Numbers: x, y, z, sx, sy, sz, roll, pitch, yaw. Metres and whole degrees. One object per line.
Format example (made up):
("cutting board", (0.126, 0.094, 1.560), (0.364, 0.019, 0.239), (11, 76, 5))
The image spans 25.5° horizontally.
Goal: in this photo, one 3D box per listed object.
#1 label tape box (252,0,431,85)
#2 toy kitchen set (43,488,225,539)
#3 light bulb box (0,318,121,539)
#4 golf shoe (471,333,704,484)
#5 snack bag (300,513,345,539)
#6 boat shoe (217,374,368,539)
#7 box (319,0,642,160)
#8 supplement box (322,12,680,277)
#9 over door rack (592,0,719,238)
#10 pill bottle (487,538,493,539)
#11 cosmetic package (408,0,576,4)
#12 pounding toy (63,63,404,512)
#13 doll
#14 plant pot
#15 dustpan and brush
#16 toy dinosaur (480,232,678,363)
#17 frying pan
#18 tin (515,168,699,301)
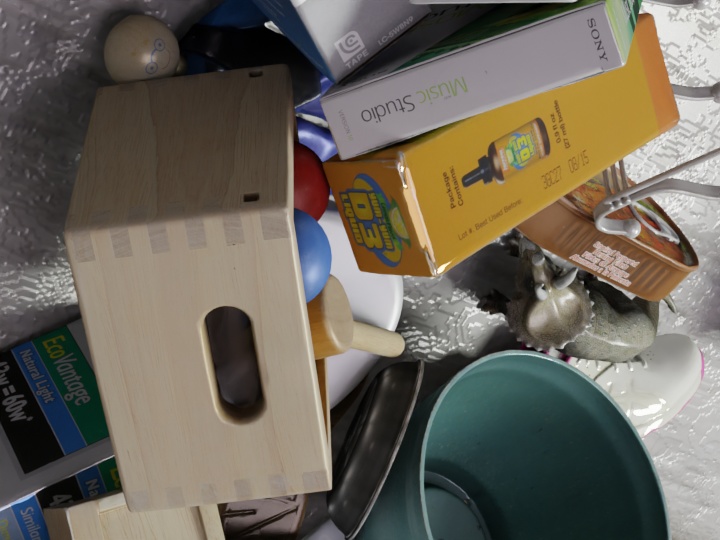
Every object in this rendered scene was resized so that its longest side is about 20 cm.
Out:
("label tape box", (-0.058, -0.201, 0.734), (0.063, 0.144, 0.200), (-36, 133, -4))
("toy kitchen set", (-0.160, 0.226, 0.843), (0.162, 0.180, 0.201), (-12, 87, -29))
("light bulb box", (-0.188, 0.161, 0.913), (0.199, 0.125, 0.199), (-24, 130, -15))
("golf shoe", (0.158, 0.078, 1.115), (0.199, 0.075, 0.092), (-22, 126, -20))
("snack bag", (-0.025, 0.258, 0.948), (0.200, 0.021, 0.190), (-24, 104, -69))
("boat shoe", (-0.046, 0.085, 0.995), (0.072, 0.065, 0.201), (18, 92, -15))
("box", (0.070, -0.120, 0.811), (0.143, 0.200, 0.037), (-17, 107, 18))
("supplement box", (0.076, -0.068, 0.818), (0.200, 0.069, 0.067), (-31, 112, -36))
("over door rack", (0.206, -0.121, 0.889), (0.066, 0.149, 0.200), (17, 145, -35))
("pill bottle", (0.015, 0.248, 1.110), (0.199, 0.113, 0.114), (-15, 127, -24))
("cosmetic package", (0.076, -0.201, 0.772), (0.081, 0.200, 0.114), (2, 112, 14))
("pounding toy", (-0.052, 0.014, 0.805), (0.141, 0.184, 0.201), (-7, 121, 1))
("doll", (-0.052, -0.099, 0.874), (0.199, 0.048, 0.137), (14, 102, -36))
("plant pot", (0.080, 0.167, 1.012), (0.199, 0.202, 0.134), (5, 157, -35))
("dustpan and brush", (0.000, 0.000, 0.952), (0.199, 0.057, 0.140), (-24, 104, -12))
("toy dinosaur", (0.146, 0.031, 1.052), (0.199, 0.102, 0.077), (24, 106, -40))
("frying pan", (0.013, 0.086, 0.969), (0.031, 0.190, 0.115), (23, 118, -4))
("tin", (0.133, -0.043, 0.988), (0.199, 0.112, 0.042), (24, 121, -40))
